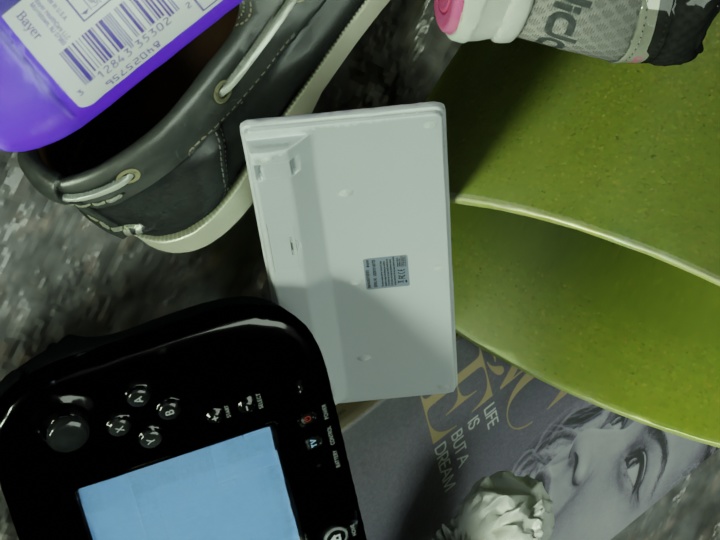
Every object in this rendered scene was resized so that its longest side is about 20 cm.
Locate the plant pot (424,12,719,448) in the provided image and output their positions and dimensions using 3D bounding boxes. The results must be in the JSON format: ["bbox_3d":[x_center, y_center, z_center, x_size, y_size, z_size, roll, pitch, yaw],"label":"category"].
[{"bbox_3d":[0.121,-0.067,0.902,0.187,0.186,0.201,42,66,-51],"label":"plant pot"}]

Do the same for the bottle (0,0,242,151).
[{"bbox_3d":[-0.036,-0.119,0.726,0.200,0.065,0.084,-39,110,2],"label":"bottle"}]

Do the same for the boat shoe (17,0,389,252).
[{"bbox_3d":[-0.027,-0.100,0.787,0.067,0.072,0.201,23,100,-51],"label":"boat shoe"}]

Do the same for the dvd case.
[{"bbox_3d":[0.066,0.057,1.031,0.200,0.016,0.149,-38,136,-24],"label":"dvd case"}]

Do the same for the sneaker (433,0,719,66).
[{"bbox_3d":[0.082,-0.130,0.815,0.074,0.087,0.201,114,-5,-49],"label":"sneaker"}]

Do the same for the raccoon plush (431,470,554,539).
[{"bbox_3d":[0.068,0.165,1.030,0.134,0.097,0.201,-12,131,-57],"label":"raccoon plush"}]

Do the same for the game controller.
[{"bbox_3d":[-0.050,0.092,0.893,0.104,0.042,0.201,-12,131,0],"label":"game controller"}]

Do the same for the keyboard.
[{"bbox_3d":[0.000,0.000,0.849,0.056,0.011,0.200,-11,156,-2],"label":"keyboard"}]
